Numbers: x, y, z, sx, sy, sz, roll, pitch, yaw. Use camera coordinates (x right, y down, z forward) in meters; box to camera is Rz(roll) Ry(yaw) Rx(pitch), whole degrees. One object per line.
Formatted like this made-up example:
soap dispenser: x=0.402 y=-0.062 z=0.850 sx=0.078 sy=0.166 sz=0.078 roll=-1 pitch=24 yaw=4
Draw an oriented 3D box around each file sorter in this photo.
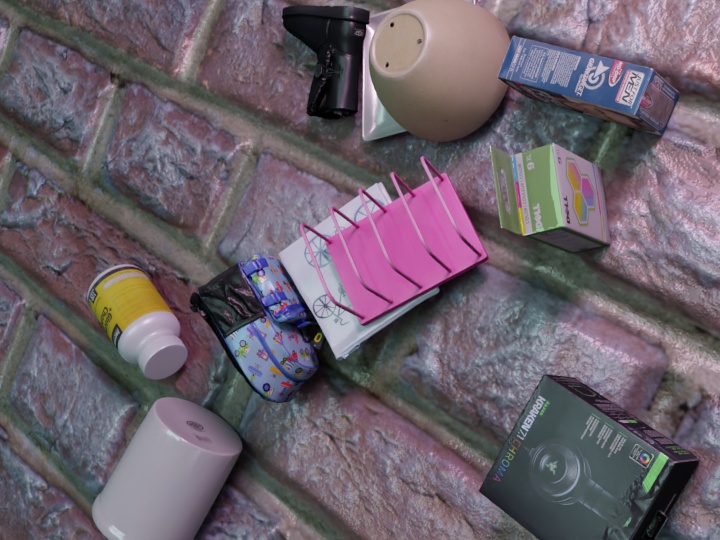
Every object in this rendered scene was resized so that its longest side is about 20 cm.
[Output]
file sorter: x=0.040 y=-0.042 z=1.263 sx=0.200 sy=0.125 sz=0.139 roll=-29 pitch=68 yaw=13

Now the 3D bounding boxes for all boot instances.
boot: x=-0.067 y=-0.326 z=1.483 sx=0.200 sy=0.076 sz=0.168 roll=18 pitch=101 yaw=48

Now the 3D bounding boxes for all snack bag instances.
snack bag: x=0.000 y=0.000 z=1.351 sx=0.189 sy=0.021 sz=0.200 roll=-35 pitch=66 yaw=10

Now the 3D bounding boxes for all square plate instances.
square plate: x=0.089 y=-0.300 z=1.395 sx=0.198 sy=0.028 sz=0.200 roll=-6 pitch=78 yaw=35

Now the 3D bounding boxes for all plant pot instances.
plant pot: x=0.087 y=-0.289 z=1.293 sx=0.200 sy=0.134 sz=0.200 roll=-7 pitch=78 yaw=36

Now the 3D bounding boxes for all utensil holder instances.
utensil holder: x=-0.301 y=0.325 z=1.490 sx=0.170 sy=0.170 sz=0.200 roll=36 pitch=101 yaw=35

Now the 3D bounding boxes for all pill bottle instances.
pill bottle: x=-0.379 y=0.090 z=1.621 sx=0.112 sy=0.112 sz=0.200 roll=-53 pitch=56 yaw=17

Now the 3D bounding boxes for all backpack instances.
backpack: x=-0.133 y=0.091 z=1.404 sx=0.135 sy=0.183 sz=0.200 roll=-34 pitch=77 yaw=9

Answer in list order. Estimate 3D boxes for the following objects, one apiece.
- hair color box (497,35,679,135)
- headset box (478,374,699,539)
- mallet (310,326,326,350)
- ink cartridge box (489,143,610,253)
hair color box: x=0.285 y=-0.234 z=1.193 sx=0.200 sy=0.100 sz=0.061 roll=25 pitch=98 yaw=37
headset box: x=0.274 y=0.249 z=1.122 sx=0.200 sy=0.093 sz=0.174 roll=35 pitch=104 yaw=35
mallet: x=-0.022 y=0.022 z=1.384 sx=0.066 sy=0.041 sz=0.200 roll=35 pitch=87 yaw=33
ink cartridge box: x=0.234 y=-0.089 z=1.143 sx=0.059 sy=0.200 sz=0.104 roll=-13 pitch=75 yaw=34
